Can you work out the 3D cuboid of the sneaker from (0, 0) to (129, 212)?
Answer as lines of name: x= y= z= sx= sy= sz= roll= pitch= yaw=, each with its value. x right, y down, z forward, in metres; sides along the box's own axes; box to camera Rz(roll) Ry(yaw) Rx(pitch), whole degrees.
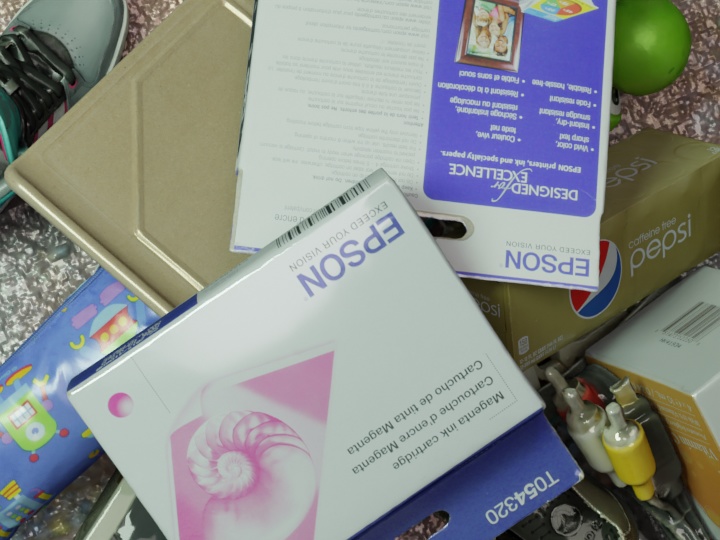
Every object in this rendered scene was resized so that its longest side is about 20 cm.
sneaker: x=-0.202 y=-0.097 z=1.056 sx=0.084 sy=0.121 sz=0.200 roll=35 pitch=81 yaw=-4

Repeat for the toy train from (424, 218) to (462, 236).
toy train: x=0.000 y=0.000 z=1.092 sx=0.150 sy=0.056 sz=0.201 roll=-2 pitch=83 yaw=12

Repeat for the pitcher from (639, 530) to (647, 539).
pitcher: x=0.085 y=0.220 z=1.087 sx=0.199 sy=0.121 sz=0.172 roll=9 pitch=65 yaw=-18

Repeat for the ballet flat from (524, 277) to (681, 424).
ballet flat: x=0.109 y=0.053 z=1.116 sx=0.200 sy=0.067 sz=0.064 roll=-33 pitch=113 yaw=-15

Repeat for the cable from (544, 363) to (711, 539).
cable: x=0.159 y=0.130 z=1.059 sx=0.050 sy=0.097 sz=0.200 roll=-32 pitch=116 yaw=-10

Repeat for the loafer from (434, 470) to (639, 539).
loafer: x=0.073 y=0.111 z=1.041 sx=0.200 sy=0.070 sz=0.075 roll=28 pitch=89 yaw=-5

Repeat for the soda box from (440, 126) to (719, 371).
soda box: x=0.129 y=-0.015 z=1.068 sx=0.200 sy=0.068 sz=0.064 roll=-28 pitch=123 yaw=-35

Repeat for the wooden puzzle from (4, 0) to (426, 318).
wooden puzzle: x=-0.064 y=-0.053 z=1.029 sx=0.185 sy=0.037 sz=0.200 roll=40 pitch=64 yaw=7

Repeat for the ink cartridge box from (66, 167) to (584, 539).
ink cartridge box: x=-0.013 y=0.084 z=0.951 sx=0.196 sy=0.043 sz=0.200 roll=-35 pitch=100 yaw=0

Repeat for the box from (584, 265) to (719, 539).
box: x=0.234 y=0.112 z=1.073 sx=0.097 sy=0.124 sz=0.200 roll=-35 pitch=108 yaw=-14

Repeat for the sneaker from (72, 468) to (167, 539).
sneaker: x=-0.088 y=0.133 z=1.087 sx=0.106 sy=0.075 sz=0.200 roll=33 pitch=91 yaw=-9

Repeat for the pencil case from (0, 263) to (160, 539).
pencil case: x=-0.162 y=0.063 z=1.053 sx=0.200 sy=0.078 sz=0.087 roll=-43 pitch=95 yaw=4

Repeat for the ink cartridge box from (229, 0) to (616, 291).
ink cartridge box: x=0.035 y=-0.087 z=1.009 sx=0.198 sy=0.043 sz=0.201 roll=7 pitch=71 yaw=-3

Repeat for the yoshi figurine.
yoshi figurine: x=0.147 y=-0.184 z=1.122 sx=0.112 sy=0.112 sz=0.201 roll=-9 pitch=88 yaw=-18
